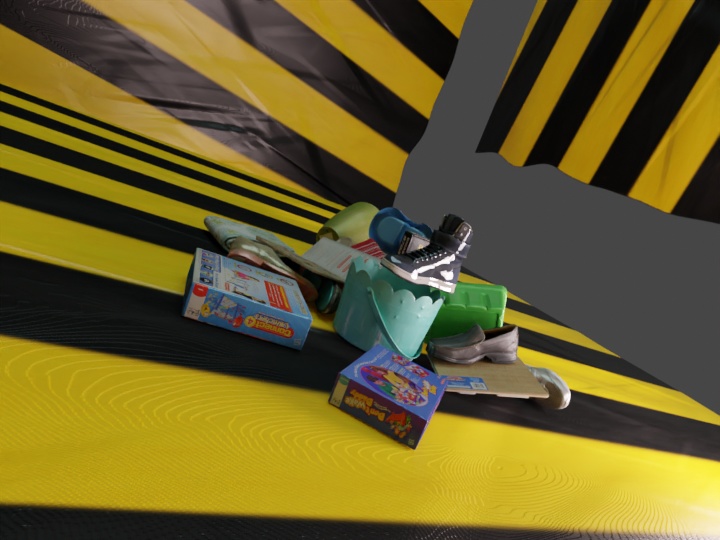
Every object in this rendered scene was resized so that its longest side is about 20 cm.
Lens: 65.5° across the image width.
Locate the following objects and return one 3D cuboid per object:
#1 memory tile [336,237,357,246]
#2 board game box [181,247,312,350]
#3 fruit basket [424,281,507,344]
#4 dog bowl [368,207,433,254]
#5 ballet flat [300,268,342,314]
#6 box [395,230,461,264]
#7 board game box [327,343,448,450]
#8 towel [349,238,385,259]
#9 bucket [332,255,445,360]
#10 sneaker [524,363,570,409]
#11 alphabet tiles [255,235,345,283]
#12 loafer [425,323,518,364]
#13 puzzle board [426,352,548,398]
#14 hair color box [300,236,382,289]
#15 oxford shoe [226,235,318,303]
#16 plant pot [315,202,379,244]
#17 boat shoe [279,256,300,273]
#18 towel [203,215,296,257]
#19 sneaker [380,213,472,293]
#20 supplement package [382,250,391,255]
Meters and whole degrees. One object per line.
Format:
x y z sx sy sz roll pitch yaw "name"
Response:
-0.031 -0.009 1.385 0.199 0.152 0.017 32 -31 40 "memory tile"
-0.191 0.043 0.934 0.192 0.057 0.200 20 11 -19 "board game box"
0.216 0.098 1.239 0.210 0.159 0.216 4 16 -1 "fruit basket"
0.111 -0.081 1.429 0.198 0.113 0.049 32 3 32 "dog bowl"
-0.069 0.048 1.172 0.075 0.068 0.200 35 2 -28 "ballet flat"
0.142 0.025 1.341 0.156 0.204 0.046 18 9 -25 "box"
0.049 0.176 0.824 0.132 0.046 0.200 26 11 14 "board game box"
0.000 0.000 1.327 0.142 0.023 0.201 -22 38 -8 "towel"
0.050 0.074 1.077 0.203 0.137 0.207 21 11 -4 "bucket"
0.329 0.230 1.147 0.198 0.077 0.081 25 25 39 "sneaker"
-0.121 -0.022 1.155 0.198 0.008 0.166 29 3 32 "alphabet tiles"
0.220 0.137 1.097 0.195 0.074 0.073 1 17 -21 "loafer"
0.234 0.198 1.063 0.195 0.018 0.151 5 18 -7 "puzzle board"
-0.041 -0.001 1.271 0.198 0.062 0.101 22 51 38 "hair color box"
-0.162 -0.004 1.083 0.198 0.070 0.075 33 39 -27 "oxford shoe"
-0.042 -0.101 1.708 0.185 0.191 0.199 27 26 26 "plant pot"
-0.189 -0.004 1.165 0.068 0.058 0.199 27 11 23 "boat shoe"
-0.270 -0.072 1.365 0.197 0.049 0.170 16 10 -36 "towel"
0.133 -0.046 1.074 0.200 0.149 0.077 12 15 -42 "sneaker"
0.089 0.017 1.495 0.196 0.120 0.117 22 11 -1 "supplement package"
